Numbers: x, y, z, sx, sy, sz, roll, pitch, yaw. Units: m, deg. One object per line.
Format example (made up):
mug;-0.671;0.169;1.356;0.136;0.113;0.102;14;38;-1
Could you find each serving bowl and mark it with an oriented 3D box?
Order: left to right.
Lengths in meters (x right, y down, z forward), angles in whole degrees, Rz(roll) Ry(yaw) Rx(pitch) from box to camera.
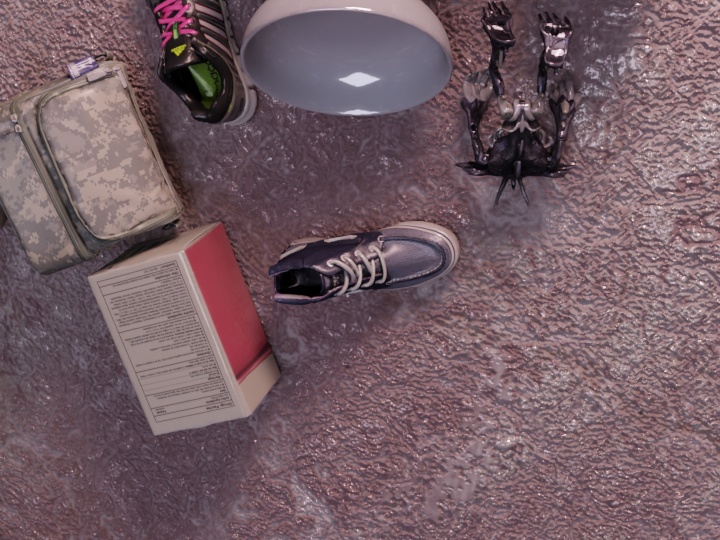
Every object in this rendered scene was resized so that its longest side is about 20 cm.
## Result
serving bowl;-0.012;-0.218;0.987;0.200;0.200;0.066;-3;72;18

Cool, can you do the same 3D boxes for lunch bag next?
lunch bag;-0.298;-0.116;1.127;0.168;0.139;0.200;-20;104;6

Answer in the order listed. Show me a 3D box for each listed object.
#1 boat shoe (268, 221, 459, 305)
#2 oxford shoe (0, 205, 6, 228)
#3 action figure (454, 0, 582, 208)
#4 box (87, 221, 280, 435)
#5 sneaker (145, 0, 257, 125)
boat shoe;0.000;0.000;1.096;0.200;0.093;0.075;-8;107;20
oxford shoe;-0.507;-0.097;1.230;0.200;0.070;0.075;17;119;11
action figure;0.153;-0.155;0.991;0.119;0.102;0.200;6;138;6
box;-0.192;0.064;1.171;0.128;0.109;0.200;-14;106;21
sneaker;-0.174;-0.235;1.064;0.074;0.087;0.200;-18;103;22
